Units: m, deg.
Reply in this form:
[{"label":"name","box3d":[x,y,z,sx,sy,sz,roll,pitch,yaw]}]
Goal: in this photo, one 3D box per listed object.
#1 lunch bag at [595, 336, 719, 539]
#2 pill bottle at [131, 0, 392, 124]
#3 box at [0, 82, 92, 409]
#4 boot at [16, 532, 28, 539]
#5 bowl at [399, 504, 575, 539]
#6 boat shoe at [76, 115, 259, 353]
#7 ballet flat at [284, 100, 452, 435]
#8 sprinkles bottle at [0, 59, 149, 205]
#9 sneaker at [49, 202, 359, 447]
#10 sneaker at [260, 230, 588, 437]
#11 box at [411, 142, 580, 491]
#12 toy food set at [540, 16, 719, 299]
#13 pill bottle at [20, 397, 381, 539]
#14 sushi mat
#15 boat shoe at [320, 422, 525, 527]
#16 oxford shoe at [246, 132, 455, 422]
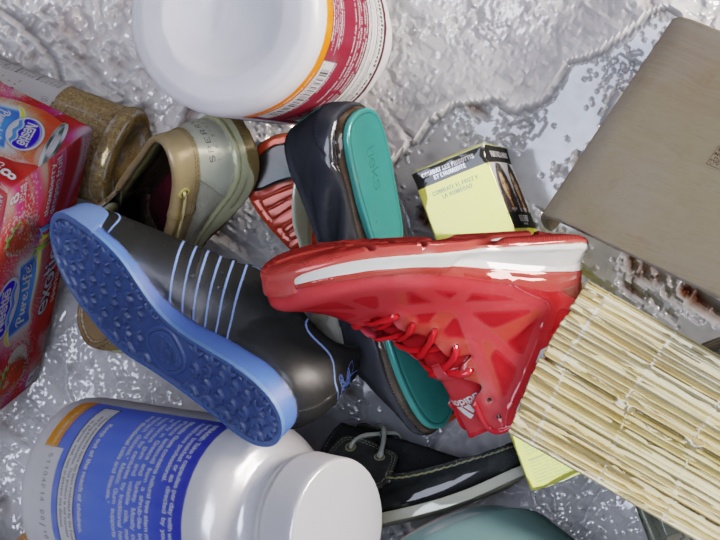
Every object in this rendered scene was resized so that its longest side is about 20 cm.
[{"label":"lunch bag","box3d":[0.243,0.132,1.556,0.164,0.118,0.200,-21,91,11]},{"label":"pill bottle","box3d":[-0.048,-0.141,1.585,0.113,0.200,0.113,0,91,15]},{"label":"box","box3d":[-0.241,-0.006,1.656,0.095,0.100,0.200,27,125,14]},{"label":"boot","box3d":[-0.144,0.216,1.687,0.200,0.074,0.155,-21,81,12]},{"label":"bowl","box3d":[0.065,0.210,1.582,0.201,0.201,0.105,-39,60,13]},{"label":"boat shoe","box3d":[-0.133,-0.022,1.643,0.074,0.066,0.200,58,135,28]},{"label":"ballet flat","box3d":[0.000,0.000,1.578,0.073,0.073,0.200,-12,103,15]},{"label":"sprinkles bottle","box3d":[-0.232,-0.100,1.705,0.200,0.068,0.068,20,96,14]},{"label":"sneaker","box3d":[-0.090,0.021,1.569,0.200,0.078,0.070,40,139,22]},{"label":"sneaker","box3d":[0.041,0.039,1.514,0.200,0.078,0.116,-4,94,-24]},{"label":"box","box3d":[0.093,0.027,1.615,0.050,0.075,0.200,-21,85,13]},{"label":"toy food set","box3d":[0.212,-0.048,1.546,0.200,0.060,0.144,27,78,39]},{"label":"pill bottle","box3d":[-0.090,0.138,1.586,0.200,0.112,0.112,6,93,38]},{"label":"sushi mat","box3d":[0.186,0.095,1.501,0.200,0.012,0.096,30,97,10]},{"label":"boat shoe","box3d":[0.003,0.123,1.643,0.200,0.072,0.068,-11,88,19]},{"label":"oxford shoe","box3d":[0.007,0.000,1.643,0.071,0.073,0.200,-30,93,11]}]
